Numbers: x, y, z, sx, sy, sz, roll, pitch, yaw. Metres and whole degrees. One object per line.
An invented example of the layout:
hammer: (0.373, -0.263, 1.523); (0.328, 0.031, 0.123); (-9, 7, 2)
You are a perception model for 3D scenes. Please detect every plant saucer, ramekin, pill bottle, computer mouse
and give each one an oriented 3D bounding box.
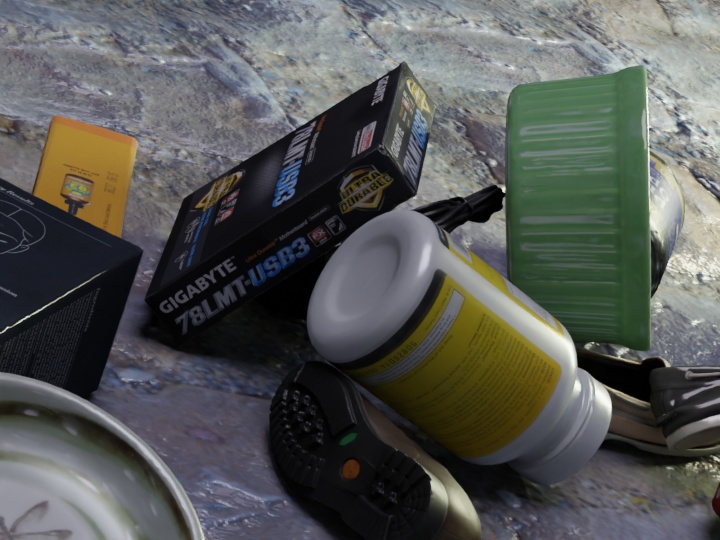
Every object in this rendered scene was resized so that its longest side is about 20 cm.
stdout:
plant saucer: (-0.178, 0.142, 1.317); (0.200, 0.050, 0.200); (22, 36, -17)
ramekin: (0.154, -0.043, 1.756); (0.097, 0.201, 0.200); (-1, 22, 6)
pill bottle: (0.188, -0.023, 1.956); (0.112, 0.112, 0.200); (23, 22, 6)
computer mouse: (0.000, 0.000, 1.708); (0.140, 0.200, 0.046); (-16, 84, -65)
pill bottle: (0.069, 0.056, 1.619); (0.200, 0.112, 0.112); (38, 13, -29)

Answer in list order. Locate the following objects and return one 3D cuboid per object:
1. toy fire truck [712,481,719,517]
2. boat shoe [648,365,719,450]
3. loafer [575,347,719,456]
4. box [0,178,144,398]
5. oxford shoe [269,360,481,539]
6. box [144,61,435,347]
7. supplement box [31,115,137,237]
toy fire truck: (0.336, 0.148, 1.723); (0.176, 0.129, 0.200); (25, 3, -3)
boat shoe: (0.294, 0.076, 1.763); (0.199, 0.067, 0.057); (-12, 74, -24)
loafer: (0.197, 0.089, 1.776); (0.199, 0.063, 0.072); (6, 28, -32)
box: (-0.247, 0.025, 1.481); (0.148, 0.107, 0.200); (26, 24, 14)
oxford shoe: (0.007, 0.125, 1.548); (0.084, 0.073, 0.200); (32, 9, -40)
box: (-0.045, -0.050, 1.723); (0.050, 0.198, 0.200); (52, 17, -15)
supplement box: (-0.198, -0.037, 1.718); (0.066, 0.069, 0.200); (17, 21, -8)
